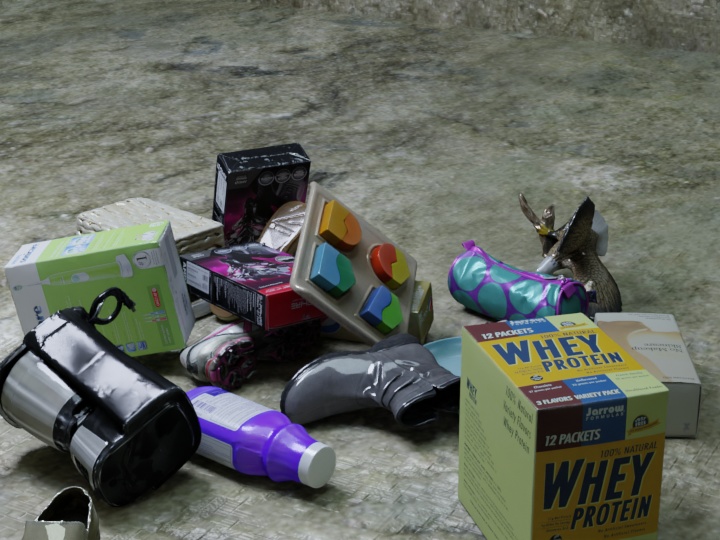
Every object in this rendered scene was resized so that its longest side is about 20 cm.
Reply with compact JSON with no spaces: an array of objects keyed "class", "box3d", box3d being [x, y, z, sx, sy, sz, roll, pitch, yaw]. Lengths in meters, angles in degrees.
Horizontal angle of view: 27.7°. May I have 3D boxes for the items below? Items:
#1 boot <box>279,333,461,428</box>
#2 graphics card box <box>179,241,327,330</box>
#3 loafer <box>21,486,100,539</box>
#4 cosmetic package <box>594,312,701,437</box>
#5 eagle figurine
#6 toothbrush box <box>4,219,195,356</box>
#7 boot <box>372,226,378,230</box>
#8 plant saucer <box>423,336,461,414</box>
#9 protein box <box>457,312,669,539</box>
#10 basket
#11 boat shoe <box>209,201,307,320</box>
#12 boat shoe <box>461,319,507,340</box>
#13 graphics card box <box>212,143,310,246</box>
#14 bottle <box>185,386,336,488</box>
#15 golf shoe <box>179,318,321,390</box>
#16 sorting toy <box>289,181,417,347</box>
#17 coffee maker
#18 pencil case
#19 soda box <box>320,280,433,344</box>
[{"class":"boot","box3d":[0.017,0.141,1.671,0.199,0.070,0.132,-25,33,-18]},{"class":"graphics card box","box3d":[-0.125,0.017,1.839,0.125,0.051,0.200,-13,21,-36]},{"class":"loafer","box3d":[-0.295,0.270,1.371,0.075,0.069,0.200,1,22,2]},{"class":"cosmetic package","box3d":[0.338,0.121,1.739,0.105,0.071,0.200,1,21,0]},{"class":"eagle figurine","box3d":[0.298,-0.022,2.027,0.151,0.151,0.200,24,1,-19]},{"class":"toothbrush box","box3d":[-0.323,0.032,1.822,0.199,0.146,0.086,-11,20,7]},{"class":"boot","box3d":[-0.035,-0.014,1.993,0.144,0.073,0.200,5,-17,15]},{"class":"plant saucer","box3d":[0.150,0.132,1.776,0.199,0.028,0.200,0,22,0]},{"class":"protein box","box3d":[0.192,0.174,1.431,0.134,0.201,0.199,-7,22,-15]},{"class":"basket","box3d":[-0.292,-0.015,2.017,0.200,0.124,0.135,17,26,38]},{"class":"boat shoe","box3d":[-0.127,-0.003,2.003,0.073,0.063,0.200,31,71,30]},{"class":"boat shoe","box3d":[0.142,0.145,1.620,0.060,0.074,0.201,-10,55,16]},{"class":"graphics card box","box3d":[-0.144,-0.080,2.059,0.125,0.201,0.051,-9,41,-23]},{"class":"bottle","box3d":[-0.116,0.184,1.591,0.199,0.066,0.083,16,24,35]},{"class":"golf shoe","box3d":[-0.136,0.084,1.836,0.092,0.073,0.200,18,28,42]},{"class":"sorting toy","box3d":[0.000,0.000,1.795,0.036,0.185,0.200,-35,32,33]},{"class":"coffee maker","box3d":[-0.270,0.129,1.571,0.200,0.192,0.135,30,-7,33]},{"class":"pencil case","box3d":[0.211,0.029,1.947,0.085,0.093,0.200,-20,28,-40]},{"class":"soda box","box3d":[-0.007,0.048,1.913,0.199,0.068,0.064,8,42,17]}]
